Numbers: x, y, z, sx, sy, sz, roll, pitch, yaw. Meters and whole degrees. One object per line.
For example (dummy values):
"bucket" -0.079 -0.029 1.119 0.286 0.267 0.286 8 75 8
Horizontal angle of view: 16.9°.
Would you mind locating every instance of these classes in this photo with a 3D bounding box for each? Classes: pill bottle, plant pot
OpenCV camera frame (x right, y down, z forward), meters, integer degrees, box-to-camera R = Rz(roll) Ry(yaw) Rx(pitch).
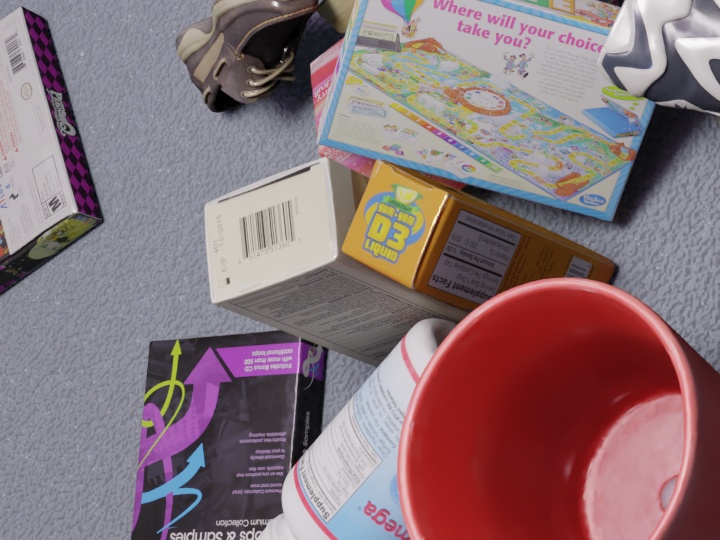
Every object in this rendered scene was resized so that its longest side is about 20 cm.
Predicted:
"pill bottle" 0.020 0.136 1.570 0.200 0.108 0.109 -50 53 21
"plant pot" 0.151 0.120 1.438 0.199 0.177 0.202 -12 69 34

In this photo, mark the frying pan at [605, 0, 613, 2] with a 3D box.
"frying pan" 0.146 -0.248 1.529 0.031 0.115 0.191 -9 41 -7

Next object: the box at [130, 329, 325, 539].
"box" -0.095 0.145 1.705 0.142 0.036 0.202 -6 74 35

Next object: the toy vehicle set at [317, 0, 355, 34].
"toy vehicle set" 0.047 -0.230 1.618 0.124 0.026 0.200 -51 10 -18

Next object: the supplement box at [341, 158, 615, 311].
"supplement box" 0.076 -0.008 1.517 0.066 0.200 0.069 27 92 39

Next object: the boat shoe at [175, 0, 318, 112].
"boat shoe" -0.070 -0.159 1.726 0.074 0.074 0.200 70 160 1

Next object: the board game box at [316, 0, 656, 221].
"board game box" 0.085 -0.118 1.534 0.034 0.199 0.135 -84 11 -57

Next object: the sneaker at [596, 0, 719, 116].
"sneaker" 0.238 -0.177 1.441 0.129 0.079 0.200 28 96 3

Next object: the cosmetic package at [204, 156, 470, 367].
"cosmetic package" 0.000 0.000 1.572 0.105 0.200 0.072 -19 65 30

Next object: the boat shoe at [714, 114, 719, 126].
"boat shoe" 0.253 -0.057 1.484 0.060 0.072 0.203 -25 56 25

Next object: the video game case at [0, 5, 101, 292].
"video game case" -0.300 -0.079 1.924 0.181 0.036 0.201 -34 59 24

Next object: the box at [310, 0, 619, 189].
"box" 0.070 -0.136 1.610 0.200 0.095 0.103 -35 36 24
